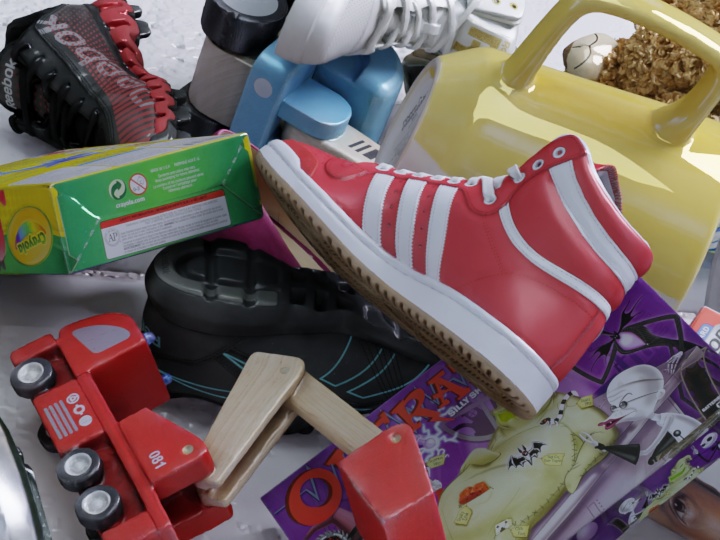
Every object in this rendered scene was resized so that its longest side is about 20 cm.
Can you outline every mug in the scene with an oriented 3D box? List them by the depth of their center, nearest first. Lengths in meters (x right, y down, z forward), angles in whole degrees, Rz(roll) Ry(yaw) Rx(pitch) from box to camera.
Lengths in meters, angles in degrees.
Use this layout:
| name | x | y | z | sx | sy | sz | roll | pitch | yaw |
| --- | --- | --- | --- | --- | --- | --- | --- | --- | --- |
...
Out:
| name | x | y | z | sx | sy | sz | roll | pitch | yaw |
| --- | --- | --- | --- | --- | --- | --- | --- | --- | --- |
| mug | 0.096 | -0.057 | 1.001 | 0.153 | 0.187 | 0.149 | 25 | 5 | -9 |

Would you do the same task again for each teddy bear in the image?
| name | x | y | z | sx | sy | sz | roll | pitch | yaw |
| --- | --- | --- | --- | --- | --- | --- | --- | --- | --- |
| teddy bear | 0.196 | -0.134 | 1.175 | 0.067 | 0.145 | 0.200 | 24 | -13 | -40 |

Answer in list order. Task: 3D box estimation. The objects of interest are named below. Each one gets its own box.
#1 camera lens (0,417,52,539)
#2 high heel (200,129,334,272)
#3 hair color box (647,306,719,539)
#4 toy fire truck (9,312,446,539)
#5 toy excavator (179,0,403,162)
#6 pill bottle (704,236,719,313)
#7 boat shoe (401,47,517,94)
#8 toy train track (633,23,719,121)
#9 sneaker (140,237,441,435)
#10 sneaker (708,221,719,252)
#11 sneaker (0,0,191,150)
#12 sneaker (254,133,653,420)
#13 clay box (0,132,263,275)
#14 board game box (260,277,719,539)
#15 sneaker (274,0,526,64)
| name | x | y | z | sx | sy | sz | roll | pitch | yaw |
| --- | --- | --- | --- | --- | --- | --- | --- | --- | --- |
| camera lens | -0.215 | 0.126 | 0.687 | 0.200 | 0.160 | 0.160 | -7 | 39 | -26 |
| high heel | 0.000 | 0.000 | 0.994 | 0.200 | 0.096 | 0.067 | 17 | 34 | 7 |
| hair color box | 0.226 | 0.110 | 0.886 | 0.200 | 0.111 | 0.064 | 29 | 62 | 23 |
| toy fire truck | -0.062 | 0.078 | 0.859 | 0.141 | 0.049 | 0.200 | -26 | 45 | -11 |
| toy excavator | -0.014 | -0.082 | 1.122 | 0.200 | 0.100 | 0.194 | 30 | 38 | 9 |
| pill bottle | 0.292 | 0.026 | 1.037 | 0.199 | 0.111 | 0.111 | 10 | 34 | -3 |
| boat shoe | 0.080 | -0.077 | 1.161 | 0.068 | 0.075 | 0.200 | -9 | 35 | -13 |
| toy train track | 0.216 | -0.099 | 1.261 | 0.115 | 0.033 | 0.200 | 29 | 35 | -23 |
| sneaker | -0.012 | 0.040 | 0.953 | 0.199 | 0.079 | 0.075 | 12 | 29 | -8 |
| sneaker | 0.245 | -0.032 | 1.139 | 0.200 | 0.105 | 0.076 | -31 | 3 | -11 |
| sneaker | -0.156 | -0.093 | 1.102 | 0.098 | 0.071 | 0.201 | -3 | 35 | -22 |
| sneaker | 0.045 | -0.028 | 0.889 | 0.112 | 0.071 | 0.200 | -46 | 56 | -7 |
| clay box | -0.154 | -0.032 | 0.976 | 0.115 | 0.048 | 0.200 | -18 | 10 | -37 |
| board game box | 0.065 | 0.084 | 0.858 | 0.200 | 0.032 | 0.120 | -38 | 44 | -4 |
| sneaker | 0.036 | -0.149 | 1.104 | 0.115 | 0.074 | 0.200 | 33 | 36 | 5 |
